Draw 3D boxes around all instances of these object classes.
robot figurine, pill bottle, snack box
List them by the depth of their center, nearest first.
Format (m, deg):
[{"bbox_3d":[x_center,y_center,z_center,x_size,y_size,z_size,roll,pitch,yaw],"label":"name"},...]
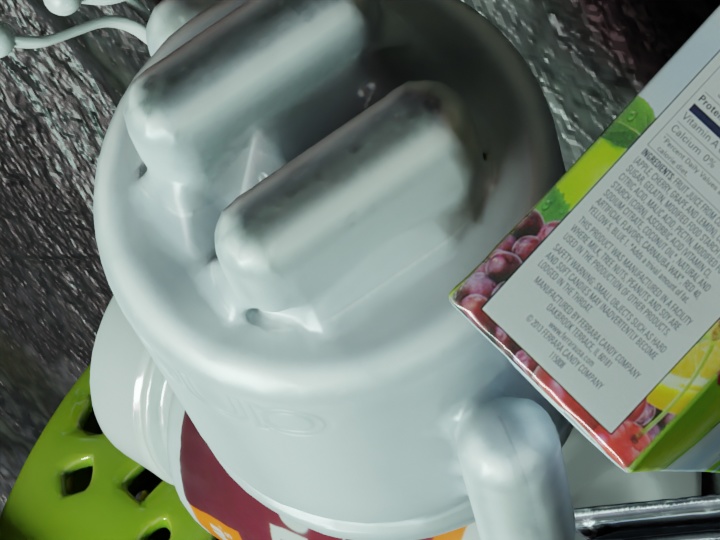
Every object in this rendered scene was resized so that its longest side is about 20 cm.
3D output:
[{"bbox_3d":[0.099,-0.024,0.615,0.053,0.142,0.200,45,-175,11],"label":"snack box"},{"bbox_3d":[0.000,0.000,0.735,0.170,0.113,0.200,58,176,25],"label":"robot figurine"},{"bbox_3d":[0.007,0.059,0.993,0.200,0.114,0.115,26,146,39],"label":"pill bottle"}]

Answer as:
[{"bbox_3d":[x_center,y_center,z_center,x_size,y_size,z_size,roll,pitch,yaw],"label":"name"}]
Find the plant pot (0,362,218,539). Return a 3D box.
[{"bbox_3d":[-0.053,0.157,1.145,0.199,0.181,0.201,32,148,32],"label":"plant pot"}]

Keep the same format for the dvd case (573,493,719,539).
[{"bbox_3d":[0.168,0.099,0.765,0.148,0.016,0.200,-11,147,42],"label":"dvd case"}]

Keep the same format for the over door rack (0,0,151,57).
[{"bbox_3d":[-0.095,-0.127,0.956,0.200,0.067,0.148,54,153,-10],"label":"over door rack"}]
